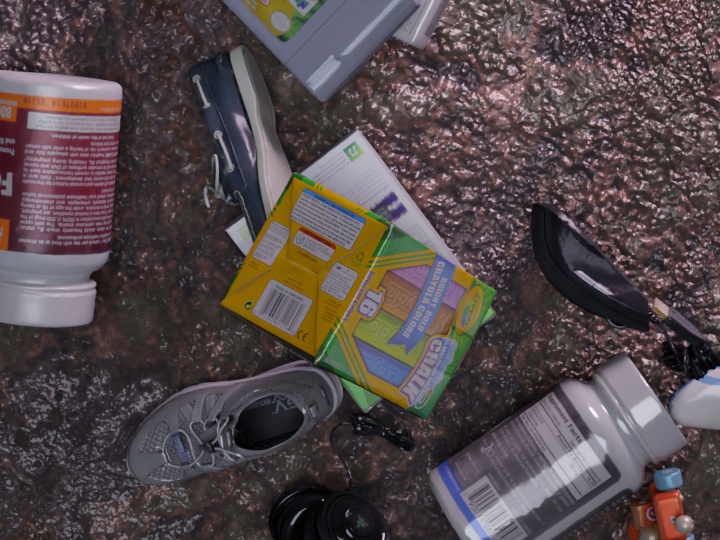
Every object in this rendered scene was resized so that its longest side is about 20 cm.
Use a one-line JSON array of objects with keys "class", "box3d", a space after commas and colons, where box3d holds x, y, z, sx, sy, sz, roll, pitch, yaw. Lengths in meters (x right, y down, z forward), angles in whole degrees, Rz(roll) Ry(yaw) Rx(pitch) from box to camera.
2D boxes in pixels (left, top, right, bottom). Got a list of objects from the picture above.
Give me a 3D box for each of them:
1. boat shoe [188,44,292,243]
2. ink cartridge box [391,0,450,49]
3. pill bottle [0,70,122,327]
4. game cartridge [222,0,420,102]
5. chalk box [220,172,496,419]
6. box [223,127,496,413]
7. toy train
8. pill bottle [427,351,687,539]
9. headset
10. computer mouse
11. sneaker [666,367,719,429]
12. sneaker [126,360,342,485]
[{"class": "boat shoe", "box3d": [-0.097, -0.088, 1.488, 0.062, 0.075, 0.200, -19, 77, 14]}, {"class": "ink cartridge box", "box3d": [0.001, -0.299, 1.505, 0.200, 0.050, 0.161, 30, 97, 13]}, {"class": "pill bottle", "box3d": [-0.260, -0.060, 1.490, 0.114, 0.114, 0.200, 6, 97, -2]}, {"class": "game cartridge", "box3d": [-0.053, -0.253, 1.478, 0.133, 0.040, 0.200, -45, 81, 7]}, {"class": "chalk box", "box3d": [0.014, 0.029, 1.441, 0.200, 0.124, 0.124, 30, 88, -49]}, {"class": "box", "box3d": [0.000, 0.000, 1.543, 0.144, 0.036, 0.200, -36, 96, 4]}, {"class": "toy train", "box3d": [0.257, 0.254, 1.527, 0.056, 0.150, 0.200, -12, 102, 6]}, {"class": "pill bottle", "box3d": [0.167, 0.163, 1.528, 0.200, 0.114, 0.114, -35, 97, 4]}, {"class": "headset", "box3d": [-0.016, 0.221, 1.540, 0.094, 0.123, 0.200, 20, 79, -28]}, {"class": "computer mouse", "box3d": [0.210, 0.026, 1.493, 0.046, 0.140, 0.200, -45, 96, -4]}, {"class": "sneaker", "box3d": [0.363, 0.116, 1.539, 0.200, 0.073, 0.072, -2, 135, -2]}, {"class": "sneaker", "box3d": [-0.116, 0.131, 1.527, 0.200, 0.082, 0.075, -25, 98, 15]}]
